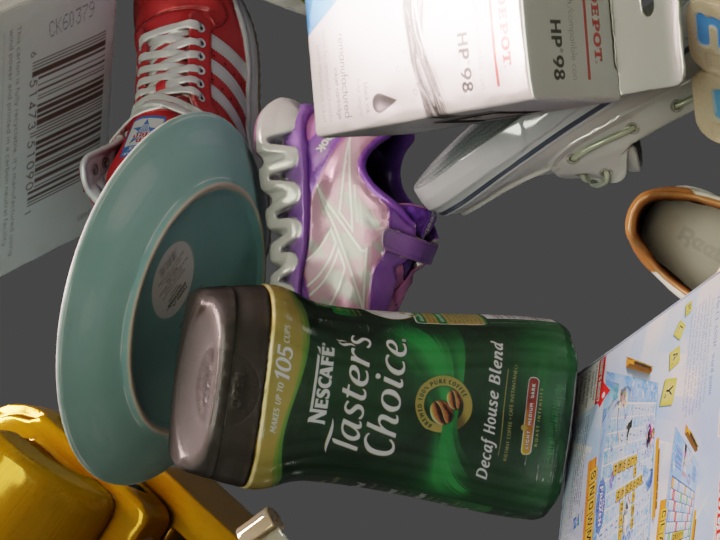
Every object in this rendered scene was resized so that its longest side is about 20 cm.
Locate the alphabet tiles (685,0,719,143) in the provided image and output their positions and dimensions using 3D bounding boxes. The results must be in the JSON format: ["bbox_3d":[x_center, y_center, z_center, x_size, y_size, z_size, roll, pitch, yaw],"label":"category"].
[{"bbox_3d":[0.247,-0.071,1.364,0.200,0.196,0.015,22,57,28],"label":"alphabet tiles"}]

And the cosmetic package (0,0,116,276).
[{"bbox_3d":[-0.263,-0.103,1.593,0.200,0.165,0.165,20,120,28],"label":"cosmetic package"}]

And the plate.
[{"bbox_3d":[-0.093,0.018,1.493,0.026,0.200,0.201,16,91,25],"label":"plate"}]

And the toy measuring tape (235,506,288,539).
[{"bbox_3d":[0.010,0.195,1.480,0.074,0.074,0.200,-35,99,19],"label":"toy measuring tape"}]

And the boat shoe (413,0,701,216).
[{"bbox_3d":[0.121,-0.074,1.474,0.200,0.074,0.067,-34,102,23],"label":"boat shoe"}]

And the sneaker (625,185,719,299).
[{"bbox_3d":[0.214,0.019,1.408,0.200,0.085,0.073,27,96,21],"label":"sneaker"}]

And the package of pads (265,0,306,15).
[{"bbox_3d":[-0.048,-0.252,1.567,0.154,0.068,0.200,22,84,27],"label":"package of pads"}]

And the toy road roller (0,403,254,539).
[{"bbox_3d":[-0.148,0.155,1.541,0.200,0.146,0.123,39,102,25],"label":"toy road roller"}]

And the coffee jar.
[{"bbox_3d":[0.004,0.065,1.454,0.199,0.085,0.105,7,91,-11],"label":"coffee jar"}]

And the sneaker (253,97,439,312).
[{"bbox_3d":[0.000,0.000,1.528,0.088,0.080,0.201,-9,79,16],"label":"sneaker"}]

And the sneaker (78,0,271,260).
[{"bbox_3d":[-0.106,-0.095,1.569,0.071,0.112,0.201,-17,76,24],"label":"sneaker"}]

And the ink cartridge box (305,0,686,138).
[{"bbox_3d":[0.061,-0.134,1.416,0.200,0.067,0.116,-7,87,48],"label":"ink cartridge box"}]

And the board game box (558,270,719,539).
[{"bbox_3d":[0.154,0.111,1.355,0.200,0.041,0.200,138,144,-58],"label":"board game box"}]
